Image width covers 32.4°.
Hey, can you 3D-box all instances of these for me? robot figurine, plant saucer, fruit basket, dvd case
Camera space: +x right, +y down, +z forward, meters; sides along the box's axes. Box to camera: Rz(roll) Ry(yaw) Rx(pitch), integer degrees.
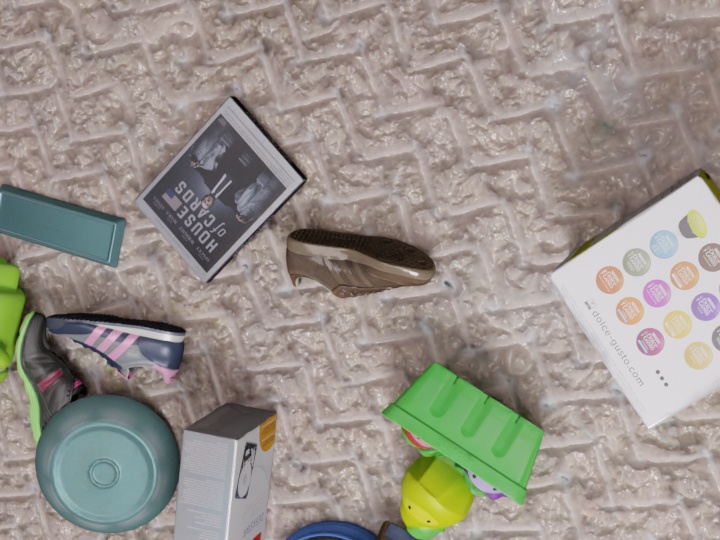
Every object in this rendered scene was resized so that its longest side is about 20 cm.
[{"bbox_3d":[-0.530,0.081,1.704,0.175,0.115,0.202,21,99,47],"label":"robot figurine"},{"bbox_3d":[-0.420,-0.062,1.710,0.198,0.019,0.071,16,101,15],"label":"plant saucer"},{"bbox_3d":[0.109,0.242,1.527,0.213,0.156,0.218,-1,81,7],"label":"fruit basket"},{"bbox_3d":[-0.346,0.270,1.683,0.198,0.036,0.202,-1,102,-2],"label":"plant saucer"},{"bbox_3d":[-0.186,-0.105,1.630,0.200,0.025,0.150,-44,83,16],"label":"dvd case"}]

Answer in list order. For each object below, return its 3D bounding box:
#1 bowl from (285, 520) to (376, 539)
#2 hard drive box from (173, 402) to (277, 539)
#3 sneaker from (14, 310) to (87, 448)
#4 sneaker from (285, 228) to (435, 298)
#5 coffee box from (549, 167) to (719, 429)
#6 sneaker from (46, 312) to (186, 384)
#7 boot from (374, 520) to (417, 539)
[{"bbox_3d":[-0.035,0.434,1.639,0.198,0.039,0.203,2,97,16],"label":"bowl"},{"bbox_3d":[-0.176,0.290,1.605,0.076,0.156,0.202,9,100,14],"label":"hard drive box"},{"bbox_3d":[-0.423,0.151,1.715,0.083,0.077,0.202,-12,97,2],"label":"sneaker"},{"bbox_3d":[0.000,0.000,1.574,0.198,0.070,0.076,13,119,18],"label":"sneaker"},{"bbox_3d":[0.355,0.023,1.389,0.197,0.200,0.201,-34,86,17],"label":"coffee box"},{"bbox_3d":[-0.335,0.105,1.672,0.198,0.070,0.083,9,97,13],"label":"sneaker"},{"bbox_3d":[0.084,0.403,1.578,0.199,0.075,0.098,35,65,-20],"label":"boot"}]
